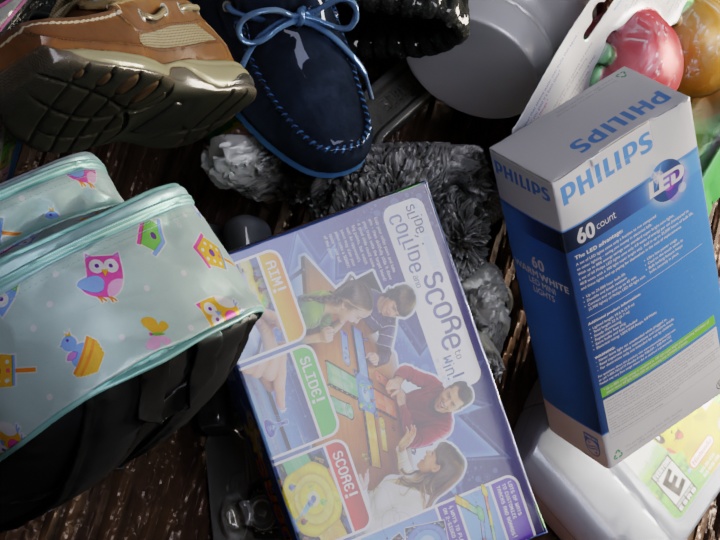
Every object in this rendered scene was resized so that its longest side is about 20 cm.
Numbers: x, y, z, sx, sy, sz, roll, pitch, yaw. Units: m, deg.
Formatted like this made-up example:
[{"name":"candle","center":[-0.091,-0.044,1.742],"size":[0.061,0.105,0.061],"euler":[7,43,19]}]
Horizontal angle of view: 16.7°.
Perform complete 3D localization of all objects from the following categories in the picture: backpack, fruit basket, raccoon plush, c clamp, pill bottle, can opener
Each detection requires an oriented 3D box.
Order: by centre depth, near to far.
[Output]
[{"name":"backpack","center":[-0.150,0.032,1.207],"size":[0.175,0.200,0.154],"euler":[-25,87,-33]},{"name":"can opener","center":[-0.058,0.073,1.355],"size":[0.067,0.053,0.202],"euler":[16,66,-59]},{"name":"raccoon plush","center":[0.000,0.000,1.364],"size":[0.199,0.097,0.135],"euler":[2,83,-19]},{"name":"fruit basket","center":[0.166,-0.115,1.438],"size":[0.186,0.093,0.200],"euler":[-59,140,-8]},{"name":"pill bottle","center":[0.100,-0.191,1.464],"size":[0.113,0.113,0.201],"euler":[39,55,-18]},{"name":"c clamp","center":[0.077,-0.065,1.479],"size":[0.200,0.027,0.171],"euler":[-36,97,-34]}]

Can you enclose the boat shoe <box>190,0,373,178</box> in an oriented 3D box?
[{"name":"boat shoe","center":[-0.053,-0.142,1.306],"size":[0.084,0.069,0.201],"euler":[-22,70,-32]}]

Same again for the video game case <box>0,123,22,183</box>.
[{"name":"video game case","center":[-0.244,-0.021,1.201],"size":[0.018,0.143,0.200],"euler":[44,56,12]}]

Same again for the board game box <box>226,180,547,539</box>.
[{"name":"board game box","center":[0.005,0.069,1.297],"size":[0.135,0.034,0.201],"euler":[-20,93,-18]}]

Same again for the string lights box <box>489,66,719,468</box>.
[{"name":"string lights box","center":[0.145,0.000,1.377],"size":[0.102,0.059,0.201],"euler":[-31,127,-23]}]

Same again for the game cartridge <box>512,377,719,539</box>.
[{"name":"game cartridge","center":[0.174,0.086,1.496],"size":[0.133,0.040,0.200],"euler":[46,58,-10]}]

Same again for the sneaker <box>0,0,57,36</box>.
[{"name":"sneaker","center":[-0.213,-0.095,1.267],"size":[0.086,0.080,0.201],"euler":[33,63,-10]}]

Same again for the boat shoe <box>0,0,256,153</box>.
[{"name":"boat shoe","center":[-0.125,-0.105,1.196],"size":[0.074,0.075,0.200],"euler":[64,20,11]}]

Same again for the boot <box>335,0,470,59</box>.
[{"name":"boot","center":[0.064,-0.205,1.347],"size":[0.079,0.210,0.159],"euler":[37,54,-31]}]

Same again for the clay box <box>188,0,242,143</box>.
[{"name":"clay box","center":[-0.057,-0.182,1.413],"size":[0.115,0.048,0.200],"euler":[48,57,-11]}]
